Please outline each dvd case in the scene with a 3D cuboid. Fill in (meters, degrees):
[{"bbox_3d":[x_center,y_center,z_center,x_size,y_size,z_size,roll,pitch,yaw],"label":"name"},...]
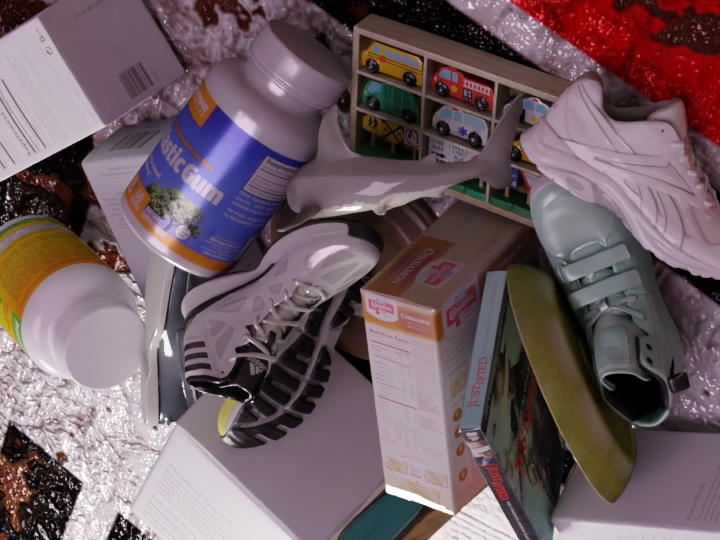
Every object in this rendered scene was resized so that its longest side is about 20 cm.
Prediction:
[{"bbox_3d":[0.124,0.116,1.564,0.022,0.146,0.200,-4,142,23],"label":"dvd case"}]

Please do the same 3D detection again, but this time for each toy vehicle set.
[{"bbox_3d":[0.082,-0.114,1.562,0.200,0.027,0.125,22,131,26],"label":"toy vehicle set"}]

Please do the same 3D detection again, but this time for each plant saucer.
[{"bbox_3d":[0.169,0.081,1.538,0.031,0.200,0.200,-24,106,13],"label":"plant saucer"},{"bbox_3d":[0.000,0.000,1.713,0.200,0.029,0.201,21,131,26],"label":"plant saucer"}]

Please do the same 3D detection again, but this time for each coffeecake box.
[{"bbox_3d":[0.079,0.068,1.604,0.073,0.153,0.200,15,128,31],"label":"coffeecake box"}]

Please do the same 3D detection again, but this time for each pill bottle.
[{"bbox_3d":[-0.098,-0.101,1.618,0.112,0.112,0.200,40,110,8],"label":"pill bottle"},{"bbox_3d":[-0.274,0.033,1.847,0.200,0.111,0.111,37,144,52],"label":"pill bottle"}]

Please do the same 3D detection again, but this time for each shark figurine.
[{"bbox_3d":[0.011,-0.085,1.507,0.214,0.128,0.090,-9,98,30],"label":"shark figurine"}]

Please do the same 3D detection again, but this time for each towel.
[{"bbox_3d":[0.130,0.222,1.766,0.200,0.034,0.133,24,131,26],"label":"towel"}]

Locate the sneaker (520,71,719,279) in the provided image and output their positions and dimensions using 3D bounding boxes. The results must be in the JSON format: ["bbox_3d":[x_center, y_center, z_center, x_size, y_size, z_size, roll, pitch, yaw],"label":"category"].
[{"bbox_3d":[0.220,-0.071,1.448,0.200,0.078,0.099,33,108,-4],"label":"sneaker"}]

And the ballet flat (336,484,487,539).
[{"bbox_3d":[0.059,0.193,1.710,0.069,0.200,0.063,43,165,35],"label":"ballet flat"}]

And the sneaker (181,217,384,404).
[{"bbox_3d":[-0.061,0.044,1.578,0.200,0.116,0.076,-28,136,31],"label":"sneaker"}]

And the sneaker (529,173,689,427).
[{"bbox_3d":[0.189,0.022,1.498,0.074,0.118,0.201,-26,108,19],"label":"sneaker"}]

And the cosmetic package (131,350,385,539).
[{"bbox_3d":[-0.076,0.181,1.785,0.166,0.167,0.200,42,147,7],"label":"cosmetic package"}]

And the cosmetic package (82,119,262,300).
[{"bbox_3d":[-0.156,-0.030,1.776,0.101,0.074,0.200,-2,121,40],"label":"cosmetic package"}]

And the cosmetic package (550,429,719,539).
[{"bbox_3d":[0.262,0.186,1.573,0.200,0.102,0.074,-1,135,41],"label":"cosmetic package"}]

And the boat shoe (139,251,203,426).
[{"bbox_3d":[-0.157,0.052,1.746,0.062,0.073,0.200,0,125,-14],"label":"boat shoe"}]

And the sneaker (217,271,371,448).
[{"bbox_3d":[-0.070,0.056,1.682,0.090,0.200,0.078,23,170,38],"label":"sneaker"}]

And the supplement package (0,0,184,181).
[{"bbox_3d":[-0.272,-0.167,1.751,0.200,0.114,0.110,-20,105,47],"label":"supplement package"}]
